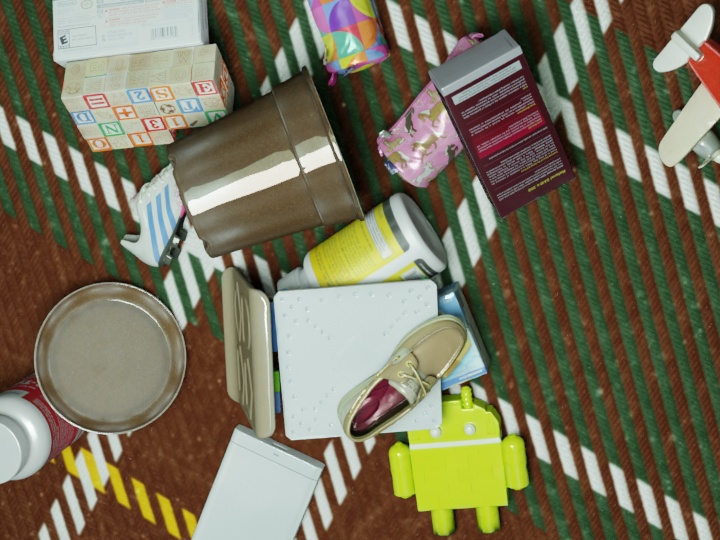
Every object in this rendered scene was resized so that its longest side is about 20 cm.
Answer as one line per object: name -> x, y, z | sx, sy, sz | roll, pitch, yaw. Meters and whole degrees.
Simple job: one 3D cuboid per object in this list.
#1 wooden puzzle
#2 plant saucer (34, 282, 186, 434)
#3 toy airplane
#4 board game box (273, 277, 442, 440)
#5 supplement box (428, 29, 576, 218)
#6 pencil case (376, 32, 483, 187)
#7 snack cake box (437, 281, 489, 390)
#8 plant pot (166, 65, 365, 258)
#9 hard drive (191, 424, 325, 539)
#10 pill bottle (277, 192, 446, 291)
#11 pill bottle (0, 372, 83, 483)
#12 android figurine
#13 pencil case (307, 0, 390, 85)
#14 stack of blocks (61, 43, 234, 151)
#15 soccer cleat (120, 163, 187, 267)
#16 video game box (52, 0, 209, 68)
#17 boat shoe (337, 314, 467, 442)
wooden puzzle -> -0.134, 0.099, 1.740 | 0.046, 0.200, 0.187 | -5, 100, -16
plant saucer -> -0.333, 0.118, 1.810 | 0.198, 0.032, 0.202 | 3, 80, -15
toy airplane -> 0.447, -0.219, 1.608 | 0.199, 0.140, 0.201 | 3, 90, 46
board game box -> -0.002, 0.109, 1.690 | 0.198, 0.026, 0.202 | -4, 111, -2
supplement box -> 0.172, -0.174, 1.637 | 0.108, 0.061, 0.201 | -28, 122, 2
pencil case -> 0.106, -0.198, 1.688 | 0.200, 0.086, 0.083 | -49, 54, 14
snack cake box -> 0.055, 0.107, 1.757 | 0.199, 0.067, 0.116 | -22, 98, 13
plant pot -> -0.120, -0.121, 1.660 | 0.197, 0.200, 0.202 | -21, 96, 0
hard drive -> -0.145, 0.327, 1.854 | 0.131, 0.027, 0.201 | 24, 104, 6
pill bottle -> 0.000, 0.000, 1.725 | 0.199, 0.114, 0.115 | -33, 93, 14
pill bottle -> -0.444, 0.208, 1.796 | 0.111, 0.200, 0.113 | 2, 101, 11
android figurine -> 0.128, 0.248, 1.782 | 0.180, 0.041, 0.202 | -4, 103, 11
pencil case -> -0.030, -0.338, 1.687 | 0.088, 0.088, 0.202 | -16, 95, 12
stack of blocks -> -0.264, -0.217, 1.729 | 0.198, 0.115, 0.059 | -6, 58, 10
soccer cleat -> -0.252, -0.101, 1.773 | 0.086, 0.070, 0.201 | 25, 104, 1
video game box -> -0.294, -0.360, 1.726 | 0.198, 0.047, 0.184 | -5, 84, 11
boat shoe -> 0.055, 0.138, 1.655 | 0.074, 0.066, 0.200 | 41, 104, -17
